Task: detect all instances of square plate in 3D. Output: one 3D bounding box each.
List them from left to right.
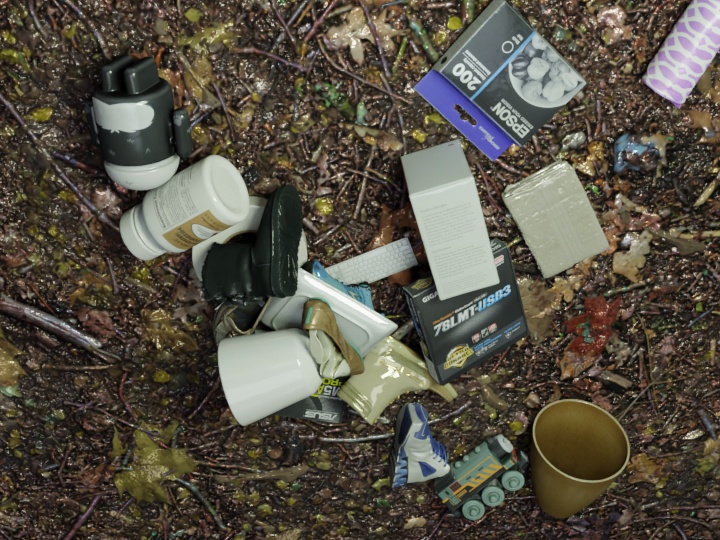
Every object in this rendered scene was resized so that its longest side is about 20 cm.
[{"bbox_3d":[-0.063,0.093,1.614,0.198,0.029,0.198,30,143,-10],"label":"square plate"}]

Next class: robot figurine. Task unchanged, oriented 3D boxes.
[{"bbox_3d":[-0.342,-0.224,1.452,0.123,0.150,0.203,-18,123,-26],"label":"robot figurine"}]

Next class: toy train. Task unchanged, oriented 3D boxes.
[{"bbox_3d":[0.240,0.412,1.890,0.200,0.085,0.114,-41,105,18],"label":"toy train"}]

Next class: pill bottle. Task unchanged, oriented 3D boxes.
[{"bbox_3d":[-0.286,-0.094,1.523,0.198,0.115,0.115,-24,120,25],"label":"pill bottle"}]

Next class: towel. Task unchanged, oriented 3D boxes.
[{"bbox_3d":[0.336,-0.088,1.633,0.131,0.035,0.201,-26,120,12],"label":"towel"}]

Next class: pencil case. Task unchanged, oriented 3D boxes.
[{"bbox_3d":[0.522,-0.356,1.467,0.085,0.084,0.201,11,123,-37],"label":"pencil case"}]

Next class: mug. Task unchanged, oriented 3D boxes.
[{"bbox_3d":[-0.146,0.162,1.617,0.151,0.187,0.151,-17,107,6],"label":"mug"}]

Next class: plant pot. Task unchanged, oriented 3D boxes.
[{"bbox_3d":[0.406,0.389,1.844,0.183,0.188,0.202,2,133,-5],"label":"plant pot"}]

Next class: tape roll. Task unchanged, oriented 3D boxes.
[{"bbox_3d":[-0.189,-0.030,1.624,0.199,0.037,0.205,-2,121,-3],"label":"tape roll"}]

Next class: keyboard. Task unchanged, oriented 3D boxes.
[{"bbox_3d":[0.000,0.000,1.670,0.197,0.011,0.057,-21,119,8],"label":"keyboard"}]

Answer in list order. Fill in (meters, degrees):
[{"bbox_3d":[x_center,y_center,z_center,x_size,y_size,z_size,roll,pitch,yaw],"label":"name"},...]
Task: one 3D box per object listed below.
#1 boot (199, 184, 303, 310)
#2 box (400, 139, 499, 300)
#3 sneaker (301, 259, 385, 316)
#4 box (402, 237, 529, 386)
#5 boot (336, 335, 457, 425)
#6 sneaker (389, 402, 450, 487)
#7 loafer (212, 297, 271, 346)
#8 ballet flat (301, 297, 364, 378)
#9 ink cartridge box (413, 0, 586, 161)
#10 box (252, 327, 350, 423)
[{"bbox_3d":[-0.178,-0.035,1.543,0.160,0.202,0.073,-6,164,31],"label":"boot"},{"bbox_3d":[0.145,-0.084,1.550,0.105,0.153,0.202,-16,120,6],"label":"box"},{"bbox_3d":[-0.029,0.043,1.653,0.090,0.078,0.200,-50,124,-12],"label":"sneaker"},{"bbox_3d":[0.190,0.073,1.668,0.198,0.050,0.201,-27,123,-14],"label":"box"},{"bbox_3d":[0.068,0.223,1.737,0.199,0.073,0.156,37,86,-19],"label":"boot"},{"bbox_3d":[0.124,0.343,1.847,0.113,0.081,0.202,3,127,-10],"label":"sneaker"},{"bbox_3d":[-0.203,0.075,1.623,0.071,0.063,0.201,21,127,-21],"label":"loafer"},{"bbox_3d":[-0.051,0.132,1.569,0.067,0.073,0.201,3,140,26],"label":"ballet flat"},{"bbox_3d":[0.219,-0.293,1.500,0.197,0.044,0.200,37,113,-23],"label":"ink cartridge box"},{"bbox_3d":[-0.117,0.197,1.755,0.197,0.044,0.162,9,118,-10],"label":"box"}]
